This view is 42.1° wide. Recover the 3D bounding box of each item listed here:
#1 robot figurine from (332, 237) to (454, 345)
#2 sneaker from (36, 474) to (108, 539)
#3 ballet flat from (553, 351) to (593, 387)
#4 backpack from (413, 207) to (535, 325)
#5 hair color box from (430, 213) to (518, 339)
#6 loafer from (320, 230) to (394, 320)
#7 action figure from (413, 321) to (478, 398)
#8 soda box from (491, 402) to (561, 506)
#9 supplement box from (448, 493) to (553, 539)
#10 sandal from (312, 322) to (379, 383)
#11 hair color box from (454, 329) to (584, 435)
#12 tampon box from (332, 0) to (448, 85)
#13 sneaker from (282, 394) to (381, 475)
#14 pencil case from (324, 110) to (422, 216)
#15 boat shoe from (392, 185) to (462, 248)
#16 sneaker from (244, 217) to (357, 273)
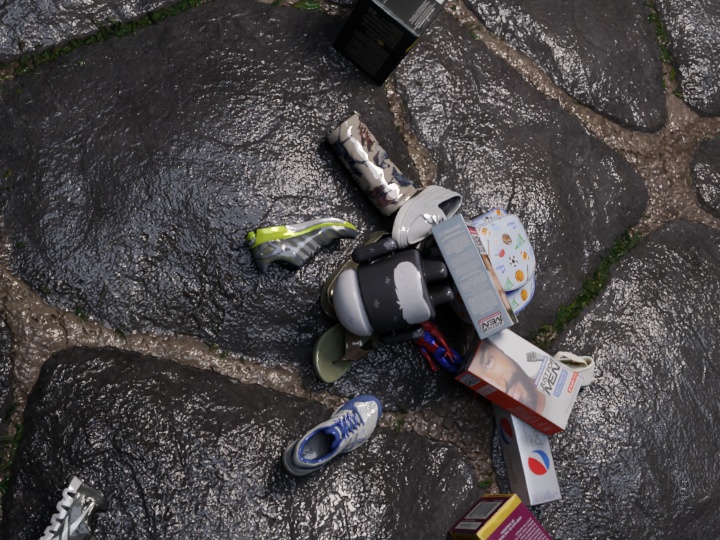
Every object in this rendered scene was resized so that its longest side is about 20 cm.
[{"bbox_3d":[0.052,0.036,1.555,0.199,0.125,0.151,-16,70,8],"label":"robot figurine"},{"bbox_3d":[-0.438,0.414,1.393,0.090,0.066,0.201,25,67,-8],"label":"sneaker"},{"bbox_3d":[0.342,0.176,1.715,0.199,0.069,0.070,4,74,-20],"label":"ballet flat"},{"bbox_3d":[0.229,-0.003,1.693,0.199,0.154,0.191,-24,94,-26],"label":"backpack"},{"bbox_3d":[0.190,0.009,1.552,0.060,0.099,0.201,-25,84,15],"label":"hair color box"},{"bbox_3d":[0.000,0.000,1.652,0.075,0.070,0.200,37,67,-6],"label":"loafer"},{"bbox_3d":[0.147,0.149,1.663,0.200,0.065,0.052,41,50,-4],"label":"action figure"},{"bbox_3d":[0.293,0.313,1.663,0.063,0.068,0.201,-6,77,-20],"label":"soda box"},{"bbox_3d":[0.263,0.484,1.573,0.103,0.131,0.200,-39,89,-22],"label":"supplement box"},{"bbox_3d":[-0.005,0.115,1.616,0.201,0.057,0.080,-40,107,-25],"label":"sandal"},{"bbox_3d":[0.277,0.186,1.623,0.199,0.064,0.111,31,64,-5],"label":"hair color box"},{"bbox_3d":[0.061,-0.471,1.733,0.126,0.200,0.150,38,68,-5],"label":"tampon box"},{"bbox_3d":[-0.035,0.274,1.555,0.200,0.088,0.075,-35,86,-25],"label":"sneaker"},{"bbox_3d":[0.020,-0.197,1.710,0.089,0.078,0.200,-37,89,-38],"label":"pencil case"},{"bbox_3d":[0.123,-0.094,1.683,0.200,0.068,0.072,-36,130,-53],"label":"boat shoe"},{"bbox_3d":[-0.099,-0.043,1.638,0.199,0.074,0.081,-10,85,-13],"label":"sneaker"}]
